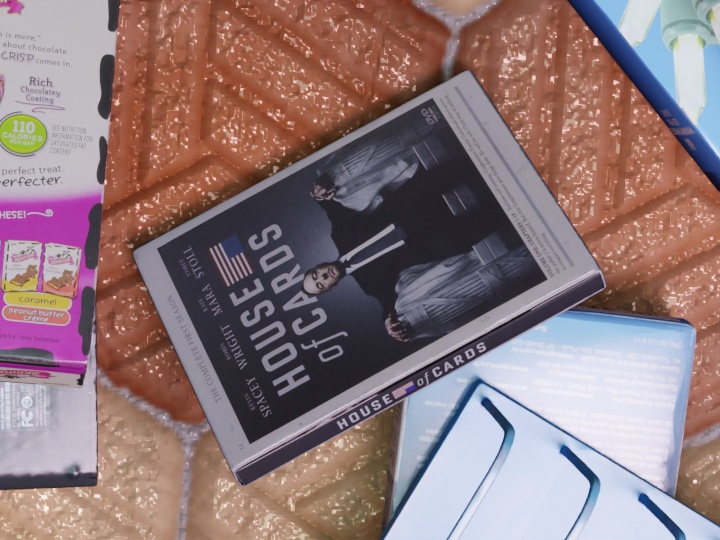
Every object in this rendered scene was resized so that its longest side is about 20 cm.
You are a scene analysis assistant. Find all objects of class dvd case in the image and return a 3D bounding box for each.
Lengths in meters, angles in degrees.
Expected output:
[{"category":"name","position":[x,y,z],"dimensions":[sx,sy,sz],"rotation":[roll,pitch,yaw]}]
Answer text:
[{"category":"dvd case","position":[0.000,0.000,1.004],"dimensions":[0.200,0.025,0.151],"rotation":[-28,53,-1]}]

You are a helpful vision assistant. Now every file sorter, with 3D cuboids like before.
[{"category":"file sorter","position":[0.109,0.167,0.953],"dimensions":[0.200,0.123,0.139],"rotation":[31,92,-4]}]

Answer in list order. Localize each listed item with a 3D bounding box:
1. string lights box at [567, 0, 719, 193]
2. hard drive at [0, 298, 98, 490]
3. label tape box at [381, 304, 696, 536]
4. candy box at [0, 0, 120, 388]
[{"category":"string lights box","position":[0.185,-0.123,1.033],"dimensions":[0.103,0.059,0.200],"rotation":[-40,95,-1]},{"category":"hard drive","position":[-0.233,0.042,1.019],"dimensions":[0.199,0.033,0.140],"rotation":[-1,94,-12]},{"category":"label tape box","position":[0.085,0.115,1.040],"dimensions":[0.143,0.066,0.201],"rotation":[7,96,-3]},{"category":"candy box","position":[-0.191,-0.050,0.983],"dimensions":[0.136,0.061,0.201],"rotation":[6,75,-9]}]
